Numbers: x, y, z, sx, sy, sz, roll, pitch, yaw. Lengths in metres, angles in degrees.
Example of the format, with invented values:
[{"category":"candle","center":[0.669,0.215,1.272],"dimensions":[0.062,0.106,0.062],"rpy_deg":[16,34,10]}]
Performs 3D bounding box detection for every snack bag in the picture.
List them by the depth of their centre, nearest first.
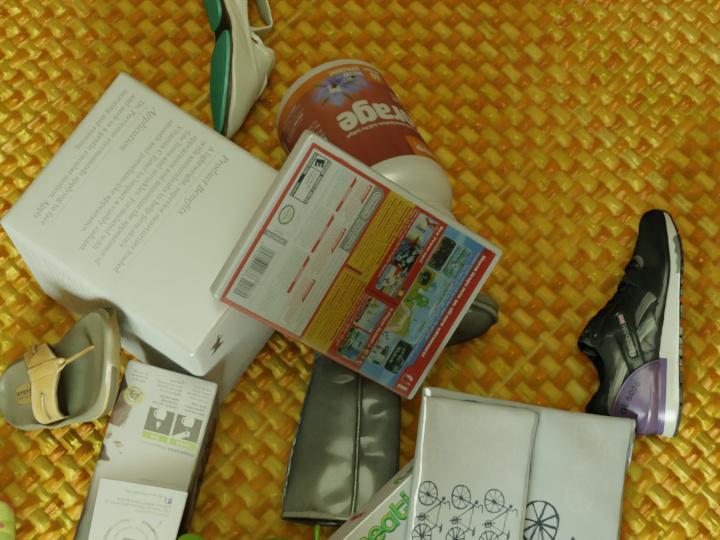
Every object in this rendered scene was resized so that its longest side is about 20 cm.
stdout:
[{"category":"snack bag","center":[0.128,0.201,1.093],"dimensions":[0.197,0.021,0.192],"rpy_deg":[10,82,-18]}]

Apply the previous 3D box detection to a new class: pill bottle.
[{"category":"pill bottle","center":[0.011,-0.078,1.169],"dimensions":[0.111,0.113,0.201],"rpy_deg":[-23,53,-9]}]

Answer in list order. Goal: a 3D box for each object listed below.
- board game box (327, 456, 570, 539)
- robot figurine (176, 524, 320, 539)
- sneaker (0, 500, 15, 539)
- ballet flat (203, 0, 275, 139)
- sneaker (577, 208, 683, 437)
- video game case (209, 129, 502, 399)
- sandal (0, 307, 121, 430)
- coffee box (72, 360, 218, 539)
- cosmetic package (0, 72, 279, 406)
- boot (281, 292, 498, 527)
[{"category":"board game box","center":[0.060,0.222,1.099],"dimensions":[0.200,0.035,0.127],"rpy_deg":[-41,100,-17]},{"category":"robot figurine","center":[-0.077,0.251,0.855],"dimensions":[0.199,0.116,0.176],"rpy_deg":[-38,66,-14]},{"category":"sneaker","center":[-0.368,0.210,1.101],"dimensions":[0.197,0.078,0.091],"rpy_deg":[11,60,-2]},{"category":"ballet flat","center":[-0.110,-0.216,1.277],"dimensions":[0.068,0.070,0.203],"rpy_deg":[-7,69,-4]},{"category":"sneaker","center":[0.231,0.040,1.180],"dimensions":[0.086,0.076,0.203],"rpy_deg":[3,69,6]},{"category":"video game case","center":[0.000,0.000,1.062],"dimensions":[0.199,0.017,0.144],"rpy_deg":[29,96,-28]},{"category":"sandal","center":[-0.249,0.087,1.093],"dimensions":[0.054,0.199,0.082],"rpy_deg":[0,75,-42]},{"category":"coffee box","center":[-0.174,0.189,1.090],"dimensions":[0.079,0.113,0.203],"rpy_deg":[14,69,-1]},{"category":"cosmetic package","center":[-0.158,-0.020,1.143],"dimensions":[0.199,0.165,0.166],"rpy_deg":[34,73,12]},{"category":"boot","center":[0.026,0.116,1.147],"dimensions":[0.179,0.073,0.203],"rpy_deg":[-3,63,12]}]
